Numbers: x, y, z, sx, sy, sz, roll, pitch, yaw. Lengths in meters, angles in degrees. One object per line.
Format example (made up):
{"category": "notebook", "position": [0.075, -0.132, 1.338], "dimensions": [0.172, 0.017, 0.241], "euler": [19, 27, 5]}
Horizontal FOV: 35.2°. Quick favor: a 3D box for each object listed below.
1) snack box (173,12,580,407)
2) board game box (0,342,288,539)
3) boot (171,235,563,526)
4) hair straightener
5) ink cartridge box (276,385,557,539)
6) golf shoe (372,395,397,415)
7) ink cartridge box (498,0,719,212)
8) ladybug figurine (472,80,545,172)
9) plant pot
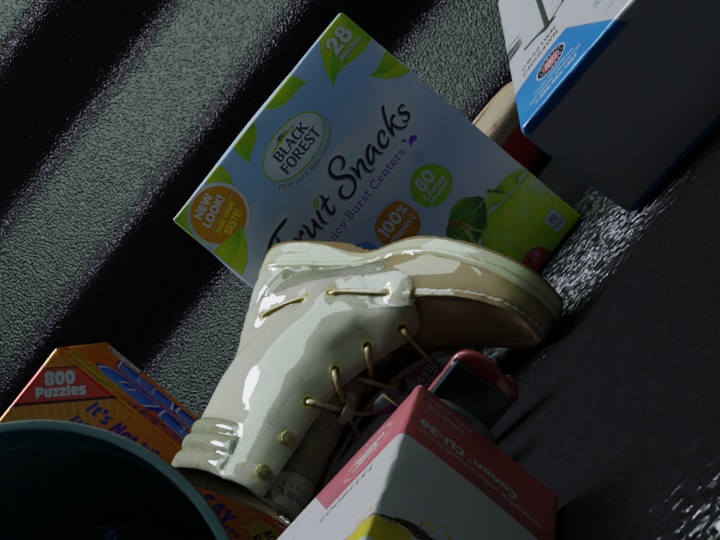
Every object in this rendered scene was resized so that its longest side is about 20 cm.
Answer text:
{"category": "snack box", "position": [0.010, -0.033, 0.729], "dimensions": [0.169, 0.200, 0.068], "euler": [-51, 3, -1]}
{"category": "board game box", "position": [-0.173, 0.189, 0.765], "dimensions": [0.200, 0.199, 0.200], "euler": [-51, 1, -5]}
{"category": "boot", "position": [-0.001, 0.061, 0.594], "dimensions": [0.199, 0.072, 0.155], "euler": [2, 55, 39]}
{"category": "hair straightener", "position": [0.000, 0.120, 0.537], "dimensions": [0.200, 0.041, 0.077], "euler": [-49, 3, 39]}
{"category": "ink cartridge box", "position": [-0.009, 0.129, 0.317], "dimensions": [0.117, 0.067, 0.200], "euler": [-50, 3, 21]}
{"category": "golf shoe", "position": [0.000, 0.000, 0.803], "dimensions": [0.075, 0.202, 0.091], "euler": [-7, -12, 25]}
{"category": "ink cartridge box", "position": [0.155, -0.150, 0.634], "dimensions": [0.146, 0.084, 0.201], "euler": [-51, 19, 27]}
{"category": "ladybug figurine", "position": [0.115, -0.093, 1.088], "dimensions": [0.200, 0.072, 0.136], "euler": [-51, 3, 3]}
{"category": "plant pot", "position": [-0.138, 0.188, 0.563], "dimensions": [0.200, 0.200, 0.188], "euler": [-51, -11, -11]}
